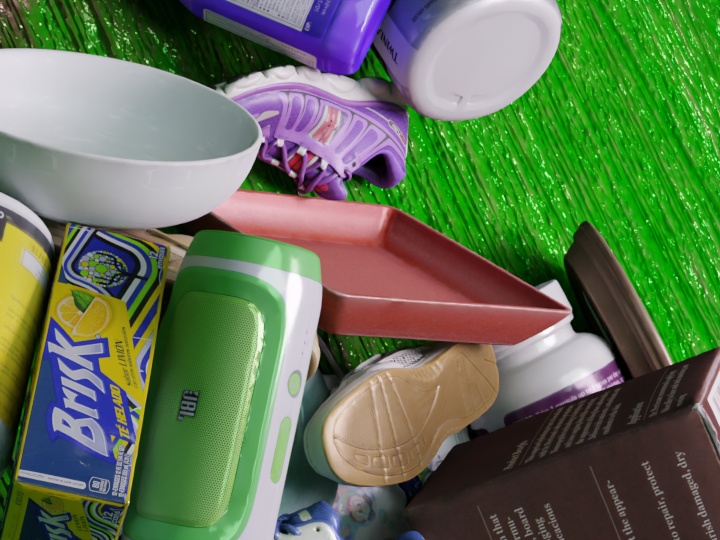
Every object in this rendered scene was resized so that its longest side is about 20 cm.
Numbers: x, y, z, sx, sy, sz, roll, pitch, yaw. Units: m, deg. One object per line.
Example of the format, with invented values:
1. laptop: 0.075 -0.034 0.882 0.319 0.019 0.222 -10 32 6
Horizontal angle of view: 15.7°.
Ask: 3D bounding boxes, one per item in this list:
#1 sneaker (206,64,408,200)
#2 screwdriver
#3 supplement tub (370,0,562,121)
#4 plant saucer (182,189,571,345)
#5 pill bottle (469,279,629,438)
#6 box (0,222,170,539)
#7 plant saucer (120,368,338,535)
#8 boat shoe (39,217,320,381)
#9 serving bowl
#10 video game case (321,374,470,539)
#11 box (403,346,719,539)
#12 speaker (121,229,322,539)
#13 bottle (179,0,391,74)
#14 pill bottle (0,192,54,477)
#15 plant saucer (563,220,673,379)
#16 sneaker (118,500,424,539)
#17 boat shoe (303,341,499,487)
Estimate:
1. sneaker: -0.038 -0.088 1.725 0.200 0.081 0.083 2 76 -42
2. screwdriver: 0.015 0.114 1.682 0.200 0.028 0.029 56 17 -3
3. supplement tub: 0.043 -0.208 1.782 0.123 0.123 0.200 5 41 -40
4. plant saucer: 0.000 0.000 1.670 0.200 0.200 0.037 5 109 -40
5. pill bottle: 0.139 0.112 1.759 0.112 0.112 0.200 -27 92 -45
6. box: -0.153 0.070 1.448 0.064 0.070 0.200 12 44 -8
7. plant saucer: -0.090 0.092 1.600 0.201 0.039 0.201 13 64 -28
8. boat shoe: -0.110 0.006 1.566 0.200 0.071 0.065 23 47 7
9. serving bowl: -0.163 -0.071 1.559 0.200 0.200 0.066 -6 117 -43
10. video game case: 0.011 0.164 1.687 0.182 0.024 0.200 1 71 -41
11. box: 0.160 0.169 1.616 0.164 0.200 0.166 66 17 -5
12. speaker: -0.078 0.082 1.466 0.088 0.088 0.200 16 81 -36
13. bottle: -0.080 -0.199 1.692 0.200 0.065 0.084 23 72 6
14. pill bottle: -0.241 0.058 1.451 0.112 0.112 0.200 28 54 -30
15. plant saucer: 0.191 0.060 1.814 0.200 0.029 0.200 -26 90 -90
16. sneaker: -0.053 0.171 1.538 0.200 0.075 0.088 14 100 -16
17. boat shoe: 0.014 0.090 1.639 0.200 0.069 0.071 -23 105 -56
